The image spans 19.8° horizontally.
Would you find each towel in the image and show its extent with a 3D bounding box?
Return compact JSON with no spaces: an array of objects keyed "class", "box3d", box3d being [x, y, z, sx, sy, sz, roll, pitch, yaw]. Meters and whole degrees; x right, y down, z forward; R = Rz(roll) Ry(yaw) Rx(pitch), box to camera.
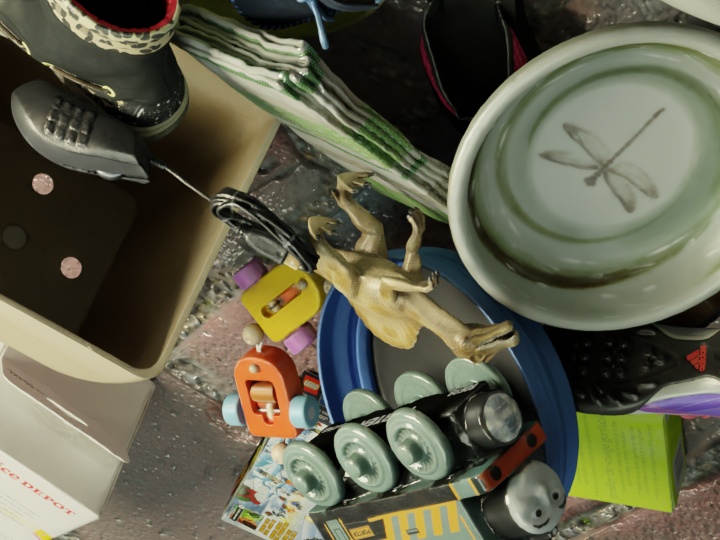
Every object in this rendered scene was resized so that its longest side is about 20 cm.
[{"class":"towel","box3d":[-0.009,-0.084,1.181,0.200,0.031,0.149,34,177,-39]}]

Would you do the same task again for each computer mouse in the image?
[{"class":"computer mouse","box3d":[-0.113,-0.046,1.155,0.199,0.034,0.059,29,163,9]}]

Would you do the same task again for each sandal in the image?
[{"class":"sandal","box3d":[0.063,-0.124,1.147,0.075,0.045,0.201,6,142,20]}]

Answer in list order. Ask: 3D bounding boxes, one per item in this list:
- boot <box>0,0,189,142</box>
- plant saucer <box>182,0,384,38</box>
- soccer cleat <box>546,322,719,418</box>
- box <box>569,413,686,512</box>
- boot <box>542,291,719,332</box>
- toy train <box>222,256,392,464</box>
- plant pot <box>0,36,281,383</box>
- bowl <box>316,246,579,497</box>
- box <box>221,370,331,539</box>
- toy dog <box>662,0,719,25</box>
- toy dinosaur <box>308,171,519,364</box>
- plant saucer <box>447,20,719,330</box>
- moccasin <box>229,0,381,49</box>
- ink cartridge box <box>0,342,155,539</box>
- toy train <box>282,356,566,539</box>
[{"class":"boot","box3d":[-0.171,-0.168,1.121,0.203,0.074,0.154,42,165,5]},{"class":"plant saucer","box3d":[-0.067,-0.207,1.115,0.199,0.031,0.200,13,145,9]},{"class":"soccer cleat","box3d":[0.194,0.064,1.220,0.199,0.069,0.073,-6,147,26]},{"class":"box","box3d":[0.118,0.102,1.416,0.199,0.048,0.122,7,142,19]},{"class":"boot","box3d":[0.131,0.015,1.286,0.200,0.075,0.097,-31,111,37]},{"class":"toy train","box3d":[-0.010,0.052,1.381,0.199,0.056,0.151,-5,113,33]},{"class":"plant pot","box3d":[-0.194,-0.044,1.272,0.199,0.201,0.177,29,157,-11]},{"class":"bowl","box3d":[0.053,0.080,1.261,0.200,0.039,0.202,28,129,40]},{"class":"box","box3d":[-0.015,0.162,1.571,0.136,0.040,0.200,25,145,-5]},{"class":"toy dog","box3d":[0.182,-0.166,0.996,0.199,0.132,0.097,25,107,-13]},{"class":"toy dinosaur","box3d":[0.000,0.000,1.189,0.200,0.058,0.102,26,144,42]},{"class":"plant saucer","box3d":[0.143,-0.059,1.151,0.199,0.050,0.201,-5,127,-7]},{"class":"moccasin","box3d":[-0.013,-0.167,1.052,0.080,0.068,0.200,32,148,-20]},{"class":"ink cartridge box","box3d":[-0.260,0.121,1.565,0.128,0.126,0.200,37,142,-23]},{"class":"toy train","box3d":[0.038,0.123,1.211,0.200,0.085,0.114,-21,104,51]}]
